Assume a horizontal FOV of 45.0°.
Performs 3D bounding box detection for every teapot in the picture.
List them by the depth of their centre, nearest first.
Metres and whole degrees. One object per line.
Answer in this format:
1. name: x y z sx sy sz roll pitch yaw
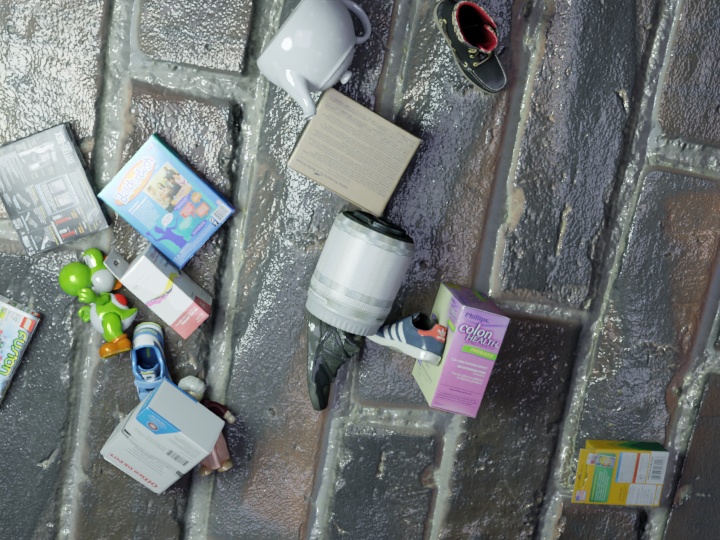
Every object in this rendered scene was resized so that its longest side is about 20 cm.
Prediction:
1. teapot: -0.072 -0.381 1.499 0.146 0.198 0.200 37 103 -15

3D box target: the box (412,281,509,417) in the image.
1. box: 0.187 0.147 1.661 0.096 0.176 0.202 14 101 -11

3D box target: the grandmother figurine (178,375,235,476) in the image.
1. grandmother figurine: -0.304 0.297 1.694 0.120 0.061 0.202 -17 106 -3

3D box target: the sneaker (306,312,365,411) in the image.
1. sneaker: -0.048 0.178 1.688 0.113 0.076 0.201 3 98 1

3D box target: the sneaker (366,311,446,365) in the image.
1. sneaker: 0.086 0.114 1.648 0.075 0.199 0.085 26 83 -45

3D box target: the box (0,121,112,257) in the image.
1. box: -0.560 -0.145 1.559 0.157 0.050 0.201 -22 105 -2

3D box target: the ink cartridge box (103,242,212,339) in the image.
1. ink cartridge box: -0.366 0.021 1.589 0.067 0.117 0.200 -44 105 5

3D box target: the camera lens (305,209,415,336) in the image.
1. camera lens: 0.000 0.000 1.609 0.159 0.160 0.201 21 100 -12

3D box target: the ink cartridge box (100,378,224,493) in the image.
1. ink cartridge box: -0.373 0.314 1.633 0.146 0.085 0.200 39 128 -14

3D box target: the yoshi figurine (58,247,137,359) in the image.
1. yoshi figurine: -0.490 0.062 1.587 0.112 0.112 0.202 -18 88 20

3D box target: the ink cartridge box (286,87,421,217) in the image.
1. ink cartridge box: -0.014 -0.220 1.599 0.199 0.075 0.166 28 100 -13

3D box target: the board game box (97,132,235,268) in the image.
1. board game box: -0.353 -0.127 1.593 0.152 0.045 0.200 -45 105 5

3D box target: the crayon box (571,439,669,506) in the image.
1. crayon box: 0.540 0.427 1.839 0.198 0.052 0.127 4 103 -9

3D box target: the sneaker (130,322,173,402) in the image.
1. sneaker: -0.396 0.204 1.648 0.073 0.082 0.202 -12 108 -6

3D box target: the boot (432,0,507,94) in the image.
1. boot: 0.209 -0.398 1.545 0.073 0.151 0.201 -34 105 2

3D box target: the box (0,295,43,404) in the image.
1. box: -0.685 0.149 1.621 0.109 0.035 0.201 26 99 -13
